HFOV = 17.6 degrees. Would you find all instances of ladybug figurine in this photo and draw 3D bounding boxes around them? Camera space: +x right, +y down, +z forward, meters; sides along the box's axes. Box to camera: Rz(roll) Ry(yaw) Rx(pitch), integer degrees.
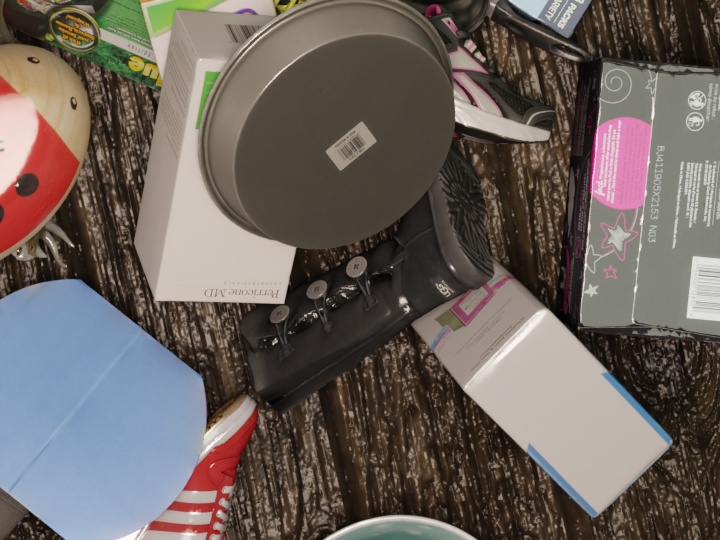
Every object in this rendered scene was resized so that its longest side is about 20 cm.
[{"bbox_3d":[-0.278,-0.077,1.677,0.136,0.072,0.200,42,86,-8],"label":"ladybug figurine"}]

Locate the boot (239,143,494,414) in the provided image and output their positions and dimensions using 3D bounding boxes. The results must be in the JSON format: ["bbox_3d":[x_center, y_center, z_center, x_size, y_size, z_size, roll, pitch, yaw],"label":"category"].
[{"bbox_3d":[0.000,0.000,1.755,0.199,0.165,0.066,-35,120,21],"label":"boot"}]

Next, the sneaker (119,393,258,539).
[{"bbox_3d":[-0.115,0.197,1.765,0.112,0.071,0.200,39,98,0],"label":"sneaker"}]

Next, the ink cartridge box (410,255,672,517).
[{"bbox_3d":[0.126,0.076,1.697,0.085,0.200,0.145,-44,107,3],"label":"ink cartridge box"}]

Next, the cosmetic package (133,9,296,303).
[{"bbox_3d":[-0.094,-0.081,1.696,0.107,0.085,0.201,0,121,-19],"label":"cosmetic package"}]

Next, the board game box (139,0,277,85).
[{"bbox_3d":[-0.099,-0.143,1.724,0.095,0.030,0.201,-14,122,-2],"label":"board game box"}]

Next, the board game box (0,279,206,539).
[{"bbox_3d":[-0.213,0.107,1.731,0.199,0.039,0.158,38,73,3],"label":"board game box"}]

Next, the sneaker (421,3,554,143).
[{"bbox_3d":[0.064,-0.151,1.734,0.199,0.080,0.087,17,87,-27],"label":"sneaker"}]

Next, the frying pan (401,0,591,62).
[{"bbox_3d":[0.079,-0.214,1.732,0.188,0.115,0.031,7,51,18],"label":"frying pan"}]

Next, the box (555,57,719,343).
[{"bbox_3d":[0.225,-0.053,1.749,0.131,0.115,0.202,5,94,-4],"label":"box"}]

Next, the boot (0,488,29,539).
[{"bbox_3d":[-0.306,0.112,1.763,0.131,0.070,0.200,-39,101,-7],"label":"boot"}]

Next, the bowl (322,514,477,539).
[{"bbox_3d":[0.026,0.277,1.759,0.199,0.105,0.203,0,93,-2],"label":"bowl"}]

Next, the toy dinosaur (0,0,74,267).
[{"bbox_3d":[-0.264,-0.107,1.753,0.101,0.077,0.202,5,88,-15],"label":"toy dinosaur"}]

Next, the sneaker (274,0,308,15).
[{"bbox_3d":[-0.066,-0.205,1.741,0.074,0.085,0.201,-37,94,0],"label":"sneaker"}]

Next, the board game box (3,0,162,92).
[{"bbox_3d":[-0.202,-0.205,1.737,0.199,0.024,0.105,24,129,-4],"label":"board game box"}]

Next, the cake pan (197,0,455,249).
[{"bbox_3d":[-0.016,-0.098,1.638,0.199,0.037,0.202,-15,129,-20],"label":"cake pan"}]

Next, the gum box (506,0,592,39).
[{"bbox_3d":[0.117,-0.299,1.766,0.199,0.045,0.171,32,91,-3],"label":"gum box"}]
